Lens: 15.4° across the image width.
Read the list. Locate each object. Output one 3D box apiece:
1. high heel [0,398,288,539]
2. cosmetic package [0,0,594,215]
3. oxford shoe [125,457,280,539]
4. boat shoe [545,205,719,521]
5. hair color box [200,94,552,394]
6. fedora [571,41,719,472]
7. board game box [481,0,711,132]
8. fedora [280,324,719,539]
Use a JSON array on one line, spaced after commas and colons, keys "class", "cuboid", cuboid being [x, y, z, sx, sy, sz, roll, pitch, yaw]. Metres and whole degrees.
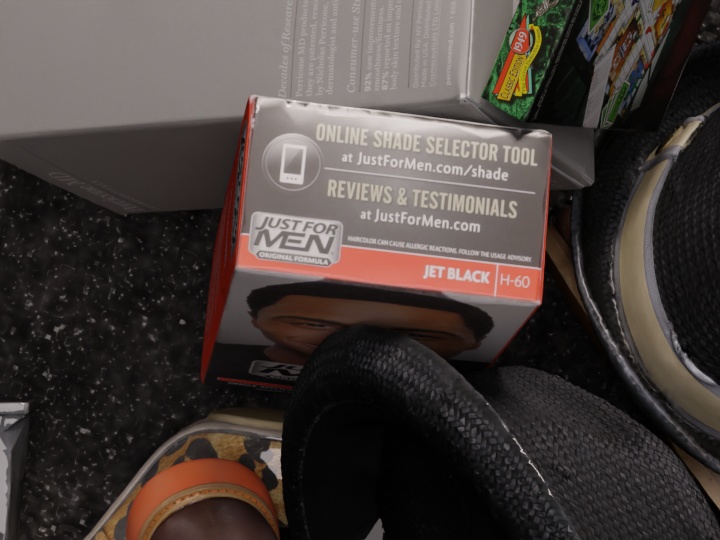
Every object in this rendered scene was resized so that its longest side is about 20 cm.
[{"class": "high heel", "cuboid": [-0.060, 0.123, 0.996, 0.199, 0.071, 0.143, 2, 90, 8]}, {"class": "cosmetic package", "cuboid": [-0.027, -0.075, 0.935, 0.199, 0.107, 0.091, -6, 73, 29]}, {"class": "oxford shoe", "cuboid": [-0.045, 0.166, 0.958, 0.071, 0.073, 0.201, -16, 126, -6]}, {"class": "boat shoe", "cuboid": [0.143, 0.050, 1.003, 0.070, 0.070, 0.200, -35, 99, 6]}, {"class": "hair color box", "cuboid": [0.000, 0.000, 0.927, 0.101, 0.200, 0.062, 7, 76, -4]}, {"class": "fedora", "cuboid": [0.175, -0.016, 0.941, 0.200, 0.092, 0.202, 11, 62, -22]}, {"class": "board game box", "cuboid": [0.106, -0.141, 0.859, 0.023, 0.105, 0.201, 29, 104, 29]}, {"class": "fedora", "cuboid": [0.059, 0.101, 0.884, 0.091, 0.200, 0.201, -21, 90, -30]}]
